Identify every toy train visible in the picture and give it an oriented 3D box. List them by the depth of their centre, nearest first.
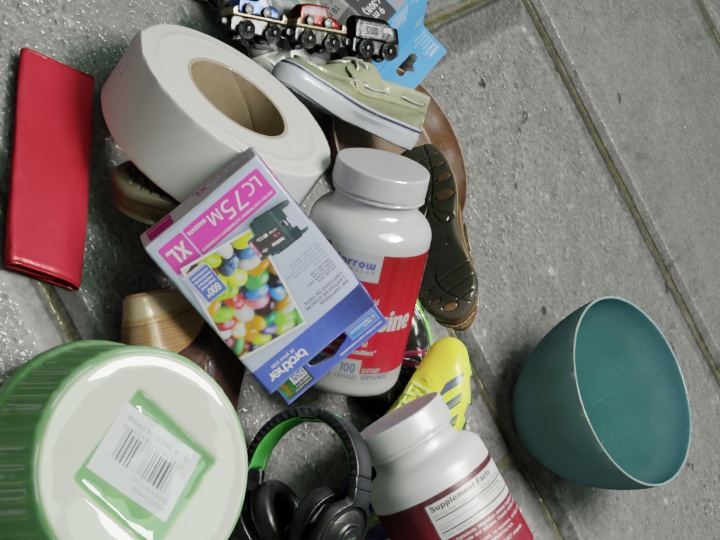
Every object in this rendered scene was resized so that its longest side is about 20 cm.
[{"bbox_3d":[-0.047,-0.235,1.414,0.198,0.034,0.046,4,92,-32],"label":"toy train"}]

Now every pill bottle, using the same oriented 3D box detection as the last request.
[{"bbox_3d":[0.078,0.213,1.265,0.113,0.112,0.202,-32,94,-49],"label":"pill bottle"},{"bbox_3d":[0.000,0.000,1.303,0.112,0.112,0.202,-12,121,-48],"label":"pill bottle"}]

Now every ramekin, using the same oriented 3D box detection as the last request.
[{"bbox_3d":[-0.181,0.149,1.100,0.198,0.097,0.203,6,80,-33],"label":"ramekin"}]

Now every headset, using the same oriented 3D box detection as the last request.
[{"bbox_3d":[-0.045,0.219,1.244,0.094,0.122,0.203,27,68,-53],"label":"headset"}]

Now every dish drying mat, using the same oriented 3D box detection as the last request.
[{"bbox_3d":[-0.260,-0.086,1.228,0.076,0.018,0.202,20,57,-40],"label":"dish drying mat"}]

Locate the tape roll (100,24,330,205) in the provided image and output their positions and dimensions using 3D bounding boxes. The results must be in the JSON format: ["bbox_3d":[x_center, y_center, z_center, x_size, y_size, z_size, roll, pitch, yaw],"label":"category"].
[{"bbox_3d":[-0.125,-0.126,1.285,0.201,0.071,0.203,32,26,-17],"label":"tape roll"}]

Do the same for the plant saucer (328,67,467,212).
[{"bbox_3d":[0.035,-0.120,1.542,0.199,0.034,0.203,22,58,-39],"label":"plant saucer"}]

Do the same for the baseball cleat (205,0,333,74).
[{"bbox_3d":[-0.109,-0.245,1.424,0.198,0.070,0.108,24,73,-25],"label":"baseball cleat"}]

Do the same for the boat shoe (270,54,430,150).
[{"bbox_3d":[-0.008,-0.177,1.437,0.199,0.072,0.063,19,96,-48],"label":"boat shoe"}]

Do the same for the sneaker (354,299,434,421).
[{"bbox_3d":[0.029,0.090,1.405,0.083,0.076,0.202,-24,88,-53],"label":"sneaker"}]

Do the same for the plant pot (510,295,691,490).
[{"bbox_3d":[0.239,0.143,1.555,0.199,0.134,0.203,21,58,-38],"label":"plant pot"}]

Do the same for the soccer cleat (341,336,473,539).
[{"bbox_3d":[0.038,0.150,1.337,0.083,0.064,0.202,27,87,-35],"label":"soccer cleat"}]

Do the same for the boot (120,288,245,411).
[{"bbox_3d":[-0.125,0.094,1.266,0.199,0.072,0.169,-10,91,-49],"label":"boot"}]

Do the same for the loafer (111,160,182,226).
[{"bbox_3d":[-0.136,-0.038,1.287,0.198,0.068,0.076,19,27,-34],"label":"loafer"}]

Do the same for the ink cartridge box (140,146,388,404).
[{"bbox_3d":[-0.073,0.013,1.210,0.201,0.119,0.042,51,0,-24],"label":"ink cartridge box"}]

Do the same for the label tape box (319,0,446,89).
[{"bbox_3d":[0.009,-0.286,1.537,0.200,0.063,0.144,43,45,-4],"label":"label tape box"}]

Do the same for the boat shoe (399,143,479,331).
[{"bbox_3d":[0.075,-0.029,1.473,0.074,0.075,0.202,59,19,-60],"label":"boat shoe"}]
